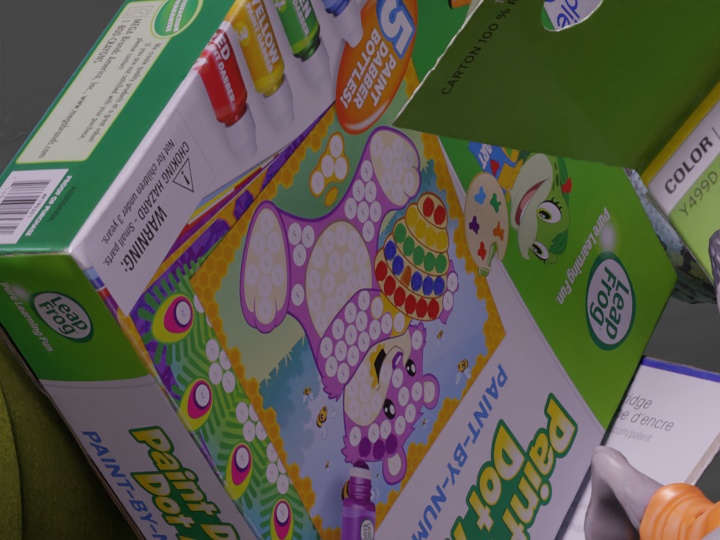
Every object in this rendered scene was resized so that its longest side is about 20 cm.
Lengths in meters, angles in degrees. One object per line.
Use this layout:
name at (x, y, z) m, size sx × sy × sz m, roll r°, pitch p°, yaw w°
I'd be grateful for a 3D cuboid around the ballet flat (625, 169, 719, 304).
ballet flat at (0.088, -0.032, 0.914) m, size 0.074 × 0.074 × 0.200 m, roll -25°, pitch 32°, yaw 7°

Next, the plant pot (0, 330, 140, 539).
plant pot at (-0.134, 0.061, 0.728) m, size 0.200 × 0.201 × 0.193 m, roll -10°, pitch -5°, yaw 27°

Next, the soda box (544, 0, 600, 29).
soda box at (0.033, -0.079, 0.898) m, size 0.063 × 0.068 × 0.200 m, roll -18°, pitch 42°, yaw 38°

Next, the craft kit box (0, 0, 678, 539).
craft kit box at (0.000, 0.000, 0.728) m, size 0.048 × 0.198 × 0.200 m, roll 0°, pitch 44°, yaw 33°

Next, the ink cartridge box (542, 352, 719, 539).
ink cartridge box at (-0.003, 0.099, 0.817) m, size 0.197 × 0.047 × 0.200 m, roll 12°, pitch 50°, yaw 47°

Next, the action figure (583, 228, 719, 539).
action figure at (0.085, 0.065, 0.611) m, size 0.200 × 0.105 × 0.193 m, roll -12°, pitch 14°, yaw 1°

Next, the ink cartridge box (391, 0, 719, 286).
ink cartridge box at (0.130, -0.051, 0.723) m, size 0.148 × 0.200 × 0.076 m, roll -52°, pitch 51°, yaw 27°
